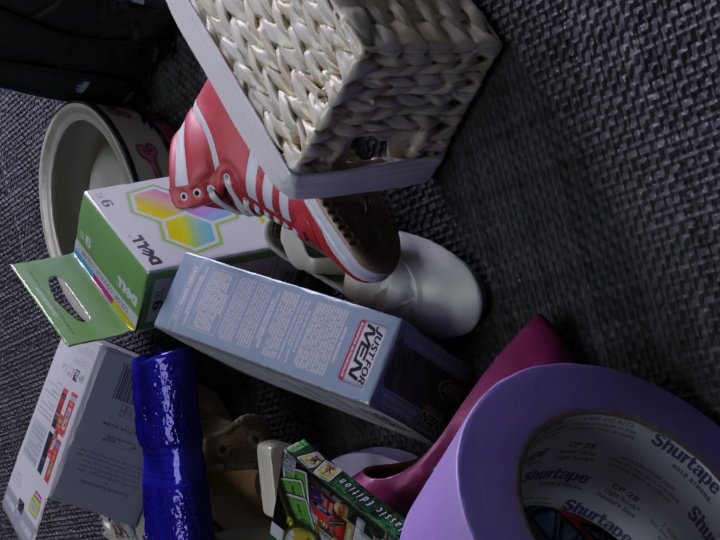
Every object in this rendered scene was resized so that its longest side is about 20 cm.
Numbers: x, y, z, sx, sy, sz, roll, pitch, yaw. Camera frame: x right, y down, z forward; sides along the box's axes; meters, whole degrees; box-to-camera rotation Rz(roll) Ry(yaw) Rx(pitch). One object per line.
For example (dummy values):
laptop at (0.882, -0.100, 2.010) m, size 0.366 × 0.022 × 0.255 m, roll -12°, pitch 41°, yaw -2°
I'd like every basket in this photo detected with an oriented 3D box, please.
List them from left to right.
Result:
basket at (-0.019, -0.163, 0.850) m, size 0.201 × 0.134 × 0.124 m, roll 60°, pitch 136°, yaw 23°

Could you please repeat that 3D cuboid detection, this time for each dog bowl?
dog bowl at (-0.210, -0.052, 1.185) m, size 0.199 × 0.073 × 0.203 m, roll 19°, pitch 114°, yaw 49°

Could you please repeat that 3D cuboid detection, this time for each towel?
towel at (-0.142, 0.160, 1.004) m, size 0.148 × 0.049 × 0.203 m, roll 149°, pitch 114°, yaw -78°

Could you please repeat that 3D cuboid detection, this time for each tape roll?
tape roll at (0.124, 0.151, 0.681) m, size 0.201 × 0.198 × 0.085 m, roll 55°, pitch 137°, yaw 29°

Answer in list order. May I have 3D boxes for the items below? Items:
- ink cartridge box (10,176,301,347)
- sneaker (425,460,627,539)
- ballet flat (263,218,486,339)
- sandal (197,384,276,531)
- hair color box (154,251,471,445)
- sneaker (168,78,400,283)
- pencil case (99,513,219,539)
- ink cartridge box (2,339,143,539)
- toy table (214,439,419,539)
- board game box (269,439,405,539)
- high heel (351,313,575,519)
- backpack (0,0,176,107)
ink cartridge box at (-0.147, -0.015, 1.002) m, size 0.104 × 0.198 × 0.060 m, roll 46°, pitch 133°, yaw 35°
sneaker at (0.120, 0.180, 0.775) m, size 0.200 × 0.095 × 0.080 m, roll 45°, pitch 136°, yaw 17°
ballet flat at (0.000, 0.000, 0.922) m, size 0.199 × 0.069 × 0.070 m, roll 29°, pitch 122°, yaw 46°
sandal at (-0.105, 0.141, 1.093) m, size 0.212 × 0.077 × 0.070 m, roll 45°, pitch 135°, yaw 45°
hair color box at (-0.035, 0.052, 0.912) m, size 0.198 × 0.099 × 0.061 m, roll 17°, pitch 78°, yaw 38°
sneaker at (-0.058, -0.048, 0.903) m, size 0.113 × 0.071 × 0.201 m, roll -48°, pitch 63°, yaw 29°
pencil case at (-0.169, 0.220, 1.173) m, size 0.078 × 0.089 × 0.199 m, roll 51°, pitch 159°, yaw -17°
ink cartridge box at (-0.236, 0.151, 1.166) m, size 0.200 × 0.083 × 0.178 m, roll 6°, pitch 76°, yaw 69°
toy table at (-0.011, 0.200, 0.947) m, size 0.199 × 0.116 × 0.187 m, roll -15°, pitch 87°, yaw 55°
board game box at (0.019, 0.196, 0.795) m, size 0.199 × 0.023 × 0.106 m, roll 32°, pitch 128°, yaw 34°
high heel at (0.046, 0.099, 0.835) m, size 0.198 × 0.067 × 0.097 m, roll -19°, pitch 91°, yaw 15°
backpack at (-0.277, -0.219, 1.126) m, size 0.163 × 0.198 × 0.155 m, roll -45°, pitch 63°, yaw 49°
